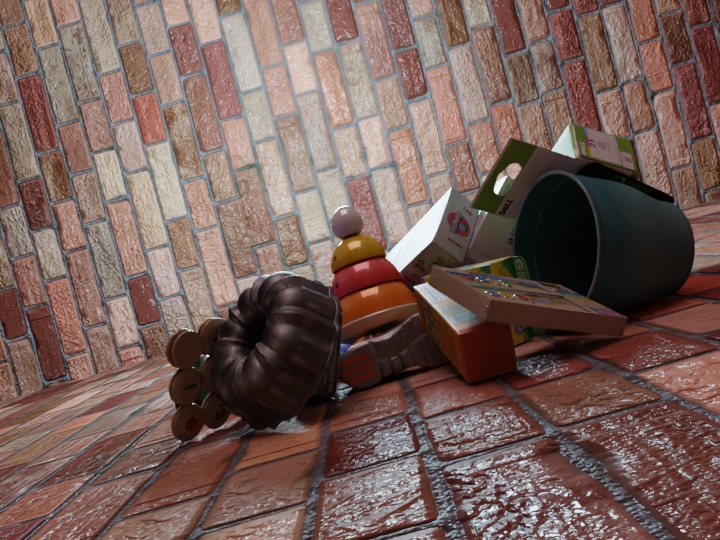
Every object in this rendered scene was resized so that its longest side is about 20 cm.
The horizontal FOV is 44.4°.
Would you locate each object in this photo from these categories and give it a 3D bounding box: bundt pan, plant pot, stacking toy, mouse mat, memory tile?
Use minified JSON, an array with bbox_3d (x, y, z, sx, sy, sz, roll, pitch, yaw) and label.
[{"bbox_3d":[-0.117,0.088,1.084,0.075,0.204,0.201,31,-27,-31],"label":"bundt pan"},{"bbox_3d":[0.337,-0.031,1.195,0.185,0.203,0.200,-1,-4,-22],"label":"plant pot"},{"bbox_3d":[0.000,0.000,1.330,0.144,0.202,0.146,-18,-11,-4],"label":"stacking toy"},{"bbox_3d":[0.336,-0.069,1.288,0.159,0.008,0.200,19,-44,-20],"label":"mouse mat"},{"bbox_3d":[-0.176,0.132,1.178,0.017,0.156,0.199,11,18,37],"label":"memory tile"}]

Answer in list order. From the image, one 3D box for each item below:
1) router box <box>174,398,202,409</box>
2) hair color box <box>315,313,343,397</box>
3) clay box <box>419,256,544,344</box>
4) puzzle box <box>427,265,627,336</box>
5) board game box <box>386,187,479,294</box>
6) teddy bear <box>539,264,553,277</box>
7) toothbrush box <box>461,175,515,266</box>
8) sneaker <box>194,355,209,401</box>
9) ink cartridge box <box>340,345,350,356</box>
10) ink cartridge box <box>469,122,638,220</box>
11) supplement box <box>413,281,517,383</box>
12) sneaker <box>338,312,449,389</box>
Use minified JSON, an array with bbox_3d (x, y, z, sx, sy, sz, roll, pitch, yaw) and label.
[{"bbox_3d":[-0.207,0.180,1.523,0.198,0.052,0.149,-15,3,19],"label":"router box"},{"bbox_3d":[-0.070,0.111,1.230,0.064,0.111,0.200,6,-4,-10],"label":"hair color box"},{"bbox_3d":[0.167,0.049,1.235,0.047,0.116,0.199,-16,1,-29],"label":"clay box"},{"bbox_3d":[0.193,0.035,1.025,0.198,0.026,0.133,8,13,-28],"label":"puzzle box"},{"bbox_3d":[0.097,-0.018,1.424,0.200,0.064,0.148,-47,13,42],"label":"board game box"},{"bbox_3d":[0.259,0.031,1.339,0.198,0.067,0.145,-22,-38,14],"label":"teddy bear"},{"bbox_3d":[0.219,-0.061,1.447,0.085,0.148,0.200,29,-2,-4],"label":"toothbrush box"},{"bbox_3d":[-0.201,0.175,1.394,0.087,0.076,0.199,-4,10,-31],"label":"sneaker"},{"bbox_3d":[0.039,0.121,1.398,0.196,0.048,0.199,-18,0,-29],"label":"ink cartridge box"},{"bbox_3d":[0.274,-0.138,1.272,0.197,0.076,0.148,14,-41,-13],"label":"ink cartridge box"},{"bbox_3d":[0.123,0.066,1.071,0.068,0.067,0.200,-15,16,-6],"label":"supplement box"},{"bbox_3d":[0.055,0.101,1.220,0.197,0.079,0.112,-16,2,-8],"label":"sneaker"}]
